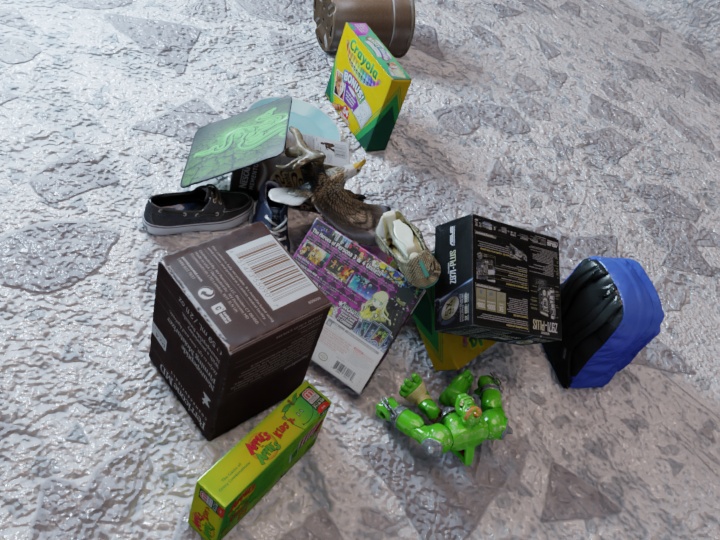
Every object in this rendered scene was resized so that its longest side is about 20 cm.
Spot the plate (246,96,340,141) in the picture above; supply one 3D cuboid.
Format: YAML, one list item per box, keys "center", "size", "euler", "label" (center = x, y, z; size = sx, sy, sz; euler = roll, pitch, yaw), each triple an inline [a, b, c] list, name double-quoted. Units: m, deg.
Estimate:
- center: [-0.136, -0.278, 1.457]
  size: [0.196, 0.026, 0.202]
  euler: [12, 44, -12]
  label: "plate"

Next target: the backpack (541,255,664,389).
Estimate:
- center: [0.406, 0.073, 1.216]
  size: [0.165, 0.202, 0.164]
  euler: [-3, 48, -24]
  label: "backpack"

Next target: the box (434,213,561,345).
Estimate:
- center: [0.212, 0.020, 1.119]
  size: [0.197, 0.086, 0.167]
  euler: [11, 74, -35]
  label: "box"

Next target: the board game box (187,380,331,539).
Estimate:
- center: [-0.123, 0.236, 0.908]
  size: [0.047, 0.102, 0.200]
  euler: [35, 45, 16]
  label: "board game box"

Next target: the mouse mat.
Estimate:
- center: [-0.207, -0.217, 1.224]
  size: [0.197, 0.008, 0.163]
  euler: [-15, 45, 17]
  label: "mouse mat"

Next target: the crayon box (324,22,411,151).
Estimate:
- center: [0.010, -0.379, 1.508]
  size: [0.057, 0.174, 0.201]
  euler: [-11, 52, -31]
  label: "crayon box"

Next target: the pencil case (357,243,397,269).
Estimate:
- center: [0.000, 0.000, 1.202]
  size: [0.087, 0.088, 0.199]
  euler: [37, 46, 15]
  label: "pencil case"

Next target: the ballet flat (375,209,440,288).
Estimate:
- center: [0.062, -0.047, 1.086]
  size: [0.067, 0.076, 0.200]
  euler: [-29, 31, -2]
  label: "ballet flat"

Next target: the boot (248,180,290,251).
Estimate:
- center: [-0.146, -0.051, 1.185]
  size: [0.071, 0.091, 0.202]
  euler: [1, 47, -21]
  label: "boot"

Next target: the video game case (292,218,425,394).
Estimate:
- center: [-0.031, 0.052, 1.091]
  size: [0.198, 0.183, 0.036]
  euler: [32, 0, 11]
  label: "video game case"

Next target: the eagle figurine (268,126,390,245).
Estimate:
- center: [-0.043, -0.125, 1.194]
  size: [0.148, 0.201, 0.154]
  euler: [-10, 47, 25]
  label: "eagle figurine"

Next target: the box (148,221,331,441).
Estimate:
- center: [-0.166, 0.079, 0.971]
  size: [0.163, 0.202, 0.166]
  euler: [-25, 60, -38]
  label: "box"

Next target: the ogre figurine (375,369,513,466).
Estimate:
- center: [0.135, 0.209, 1.055]
  size: [0.197, 0.099, 0.120]
  euler: [12, 24, -34]
  label: "ogre figurine"

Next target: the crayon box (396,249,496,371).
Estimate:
- center: [0.169, 0.041, 1.184]
  size: [0.198, 0.058, 0.175]
  euler: [-26, 95, -38]
  label: "crayon box"

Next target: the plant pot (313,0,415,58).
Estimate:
- center: [0.001, -0.601, 1.719]
  size: [0.195, 0.202, 0.202]
  euler: [-9, 51, -20]
  label: "plant pot"

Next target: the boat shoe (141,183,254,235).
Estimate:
- center: [-0.264, -0.111, 1.212]
  size: [0.197, 0.067, 0.070]
  euler: [-10, 52, -30]
  label: "boat shoe"

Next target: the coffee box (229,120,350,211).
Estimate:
- center: [-0.127, -0.181, 1.303]
  size: [0.196, 0.114, 0.081]
  euler: [9, 44, -13]
  label: "coffee box"
